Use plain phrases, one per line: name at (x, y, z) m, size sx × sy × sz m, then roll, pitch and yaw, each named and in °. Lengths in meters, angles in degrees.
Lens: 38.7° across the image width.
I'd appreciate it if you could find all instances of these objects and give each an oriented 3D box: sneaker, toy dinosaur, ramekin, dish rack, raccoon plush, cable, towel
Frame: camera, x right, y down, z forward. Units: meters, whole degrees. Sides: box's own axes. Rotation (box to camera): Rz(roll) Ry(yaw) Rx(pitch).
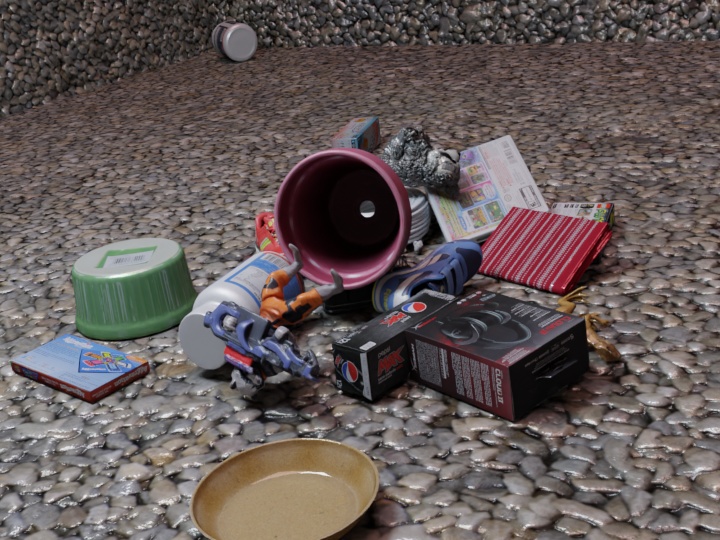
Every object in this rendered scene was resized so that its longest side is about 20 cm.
sneaker at (-0.144, -0.051, 1.760) m, size 0.076 × 0.087 × 0.200 m, roll -15°, pitch 22°, yaw -20°
sneaker at (0.114, 0.019, 1.521) m, size 0.198 × 0.075 × 0.082 m, roll -28°, pitch 27°, yaw -26°
toy dinosaur at (0.263, 0.066, 1.363) m, size 0.198 × 0.062 × 0.105 m, roll 14°, pitch 30°, yaw 43°
ramekin at (-0.359, 0.022, 1.620) m, size 0.196 × 0.100 × 0.201 m, roll -6°, pitch 21°, yaw 2°
dish rack at (0.000, 0.000, 1.632) m, size 0.150 × 0.056 × 0.200 m, roll -9°, pitch 19°, yaw -9°
raccoon plush at (0.087, -0.150, 1.783) m, size 0.096 × 0.200 × 0.135 m, roll 17°, pitch 35°, yaw -52°
cable at (0.028, -0.092, 1.822) m, size 0.196 × 0.070 × 0.200 m, roll -2°, pitch 25°, yaw 17°
towel at (0.278, -0.032, 1.598) m, size 0.198 × 0.023 × 0.145 m, roll 16°, pitch 58°, yaw 47°

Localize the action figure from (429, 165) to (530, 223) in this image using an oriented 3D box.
action figure at (0.208, -0.109, 1.839) m, size 0.190 × 0.105 × 0.203 m, roll -7°, pitch 50°, yaw 20°

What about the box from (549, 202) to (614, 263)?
box at (0.357, -0.065, 1.706) m, size 0.108 × 0.035 × 0.200 m, roll 2°, pitch 23°, yaw 21°

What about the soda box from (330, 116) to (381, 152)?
soda box at (-0.008, -0.304, 2.403) m, size 0.067 × 0.065 × 0.200 m, roll 0°, pitch 23°, yaw 17°

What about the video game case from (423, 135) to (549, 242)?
video game case at (0.210, -0.137, 1.781) m, size 0.179 × 0.024 × 0.202 m, roll -19°, pitch 50°, yaw 0°

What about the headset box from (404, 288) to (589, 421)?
headset box at (0.175, 0.101, 1.272) m, size 0.147 × 0.079 × 0.198 m, roll -25°, pitch 26°, yaw -34°

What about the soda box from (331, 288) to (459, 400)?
soda box at (0.052, 0.094, 1.341) m, size 0.063 × 0.072 × 0.199 m, roll 11°, pitch 27°, yaw 41°

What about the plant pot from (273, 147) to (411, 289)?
plant pot at (-0.012, -0.085, 1.535) m, size 0.196 × 0.204 × 0.179 m, roll -2°, pitch 9°, yaw 14°

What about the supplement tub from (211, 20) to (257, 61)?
supplement tub at (-0.487, -0.885, 3.951) m, size 0.138 × 0.143 × 0.200 m, roll -15°, pitch 22°, yaw -20°

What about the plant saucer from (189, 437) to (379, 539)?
plant saucer at (-0.076, 0.239, 1.056) m, size 0.196 × 0.036 × 0.201 m, roll -7°, pitch 21°, yaw 3°

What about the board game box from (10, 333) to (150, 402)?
board game box at (-0.399, 0.135, 1.454) m, size 0.198 × 0.020 × 0.102 m, roll 11°, pitch 29°, yaw 40°

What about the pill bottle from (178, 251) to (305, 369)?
pill bottle at (-0.168, 0.058, 1.449) m, size 0.110 × 0.114 × 0.200 m, roll 4°, pitch 24°, yaw 27°

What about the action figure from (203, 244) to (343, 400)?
action figure at (-0.091, 0.082, 1.302) m, size 0.199 × 0.105 × 0.195 m, roll 32°, pitch 82°, yaw 36°
